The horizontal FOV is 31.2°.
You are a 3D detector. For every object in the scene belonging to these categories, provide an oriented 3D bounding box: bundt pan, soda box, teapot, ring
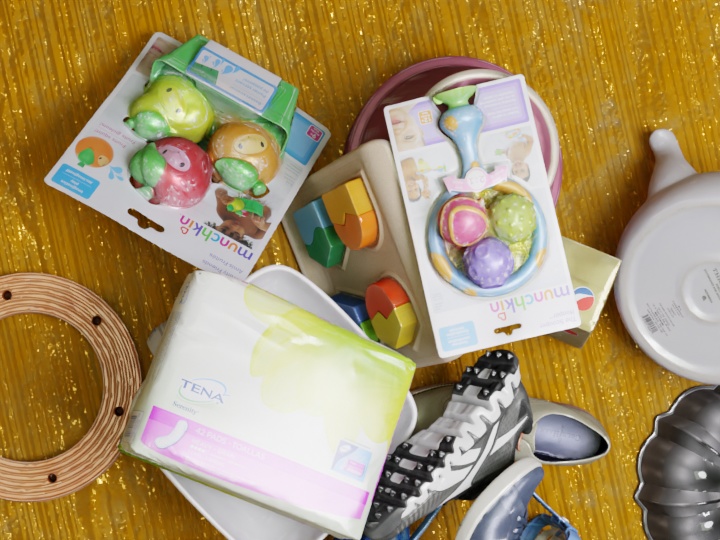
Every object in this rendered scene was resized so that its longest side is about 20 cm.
[{"bbox_3d":[0.359,0.201,1.182,0.199,0.076,0.205,0,88,-7],"label":"bundt pan"},{"bbox_3d":[0.175,0.020,1.102,0.067,0.200,0.065,23,86,9],"label":"soda box"},{"bbox_3d":[0.327,0.000,1.156,0.195,0.146,0.202,17,112,16],"label":"teapot"},{"bbox_3d":[-0.293,0.103,1.144,0.198,0.019,0.203,0,87,-6],"label":"ring"}]

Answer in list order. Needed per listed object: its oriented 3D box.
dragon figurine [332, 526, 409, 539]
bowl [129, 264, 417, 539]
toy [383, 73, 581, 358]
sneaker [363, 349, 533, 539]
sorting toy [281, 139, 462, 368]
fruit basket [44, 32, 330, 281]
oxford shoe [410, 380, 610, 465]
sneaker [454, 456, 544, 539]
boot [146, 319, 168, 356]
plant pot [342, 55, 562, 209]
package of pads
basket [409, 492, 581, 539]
[{"bbox_3d":[0.005,0.225,1.093,0.099,0.201,0.059,-32,116,29],"label":"dragon figurine"},{"bbox_3d":[-0.076,0.119,1.074,0.200,0.075,0.200,-45,98,-18],"label":"bowl"},{"bbox_3d":[0.093,-0.045,0.987,0.114,0.047,0.202,-13,83,2],"label":"toy"},{"bbox_3d":[0.081,0.162,1.067,0.200,0.066,0.091,-45,119,-26],"label":"sneaker"},{"bbox_3d":[0.000,0.000,1.094,0.036,0.200,0.187,-22,91,-29],"label":"sorting toy"},{"bbox_3d":[-0.138,-0.103,1.091,0.184,0.094,0.201,29,48,0],"label":"fruit basket"},{"bbox_3d":[0.129,0.138,1.159,0.197,0.074,0.072,4,88,-6],"label":"oxford shoe"},{"bbox_3d":[0.108,0.250,1.035,0.084,0.075,0.201,31,87,24],"label":"sneaker"},{"bbox_3d":[-0.094,0.109,1.136,0.095,0.074,0.201,-37,91,1],"label":"boot"},{"bbox_3d":[0.088,-0.094,1.110,0.197,0.179,0.203,0,88,-5],"label":"plant pot"},{"bbox_3d":[-0.069,0.102,1.003,0.198,0.068,0.156,23,74,-13],"label":"package of pads"},{"bbox_3d":[0.124,0.282,1.121,0.200,0.139,0.177,42,81,-8],"label":"basket"}]
